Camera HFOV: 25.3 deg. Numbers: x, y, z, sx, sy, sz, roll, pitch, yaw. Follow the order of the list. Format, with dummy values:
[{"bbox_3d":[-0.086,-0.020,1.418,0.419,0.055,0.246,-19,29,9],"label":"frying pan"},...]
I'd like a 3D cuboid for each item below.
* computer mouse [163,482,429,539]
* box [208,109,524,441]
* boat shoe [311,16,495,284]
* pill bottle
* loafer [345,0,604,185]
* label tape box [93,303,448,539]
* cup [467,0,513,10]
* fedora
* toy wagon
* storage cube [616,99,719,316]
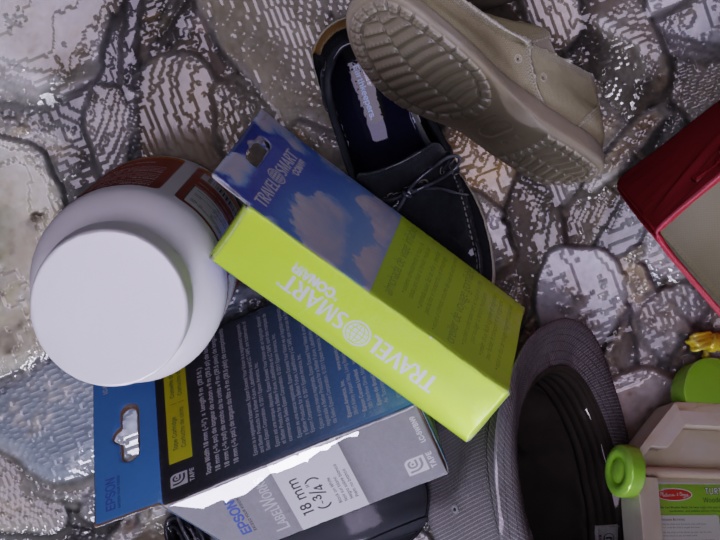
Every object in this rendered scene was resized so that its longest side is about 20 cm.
[{"bbox_3d":[-0.041,0.191,0.995,0.199,0.046,0.141,-21,77,28],"label":"computer mouse"},{"bbox_3d":[0.000,0.000,0.916,0.199,0.122,0.048,36,114,-6],"label":"box"},{"bbox_3d":[0.026,-0.060,0.987,0.074,0.062,0.201,-23,101,4],"label":"boat shoe"},{"bbox_3d":[-0.129,0.000,0.932,0.111,0.200,0.113,0,101,2],"label":"pill bottle"},{"bbox_3d":[0.071,-0.121,0.946,0.075,0.069,0.200,-15,142,43],"label":"loafer"},{"bbox_3d":[-0.059,0.091,0.974,0.199,0.145,0.064,-22,125,6],"label":"label tape box"},{"bbox_3d":[0.054,-0.244,0.907,0.199,0.143,0.202,0,102,2],"label":"cup"},{"bbox_3d":[0.099,0.135,0.994,0.090,0.177,0.201,-10,102,34],"label":"fedora"},{"bbox_3d":[0.224,0.139,1.005,0.154,0.040,0.202,5,72,-24],"label":"toy wagon"},{"bbox_3d":[0.273,-0.030,0.926,0.171,0.180,0.200,-41,97,9],"label":"storage cube"}]
